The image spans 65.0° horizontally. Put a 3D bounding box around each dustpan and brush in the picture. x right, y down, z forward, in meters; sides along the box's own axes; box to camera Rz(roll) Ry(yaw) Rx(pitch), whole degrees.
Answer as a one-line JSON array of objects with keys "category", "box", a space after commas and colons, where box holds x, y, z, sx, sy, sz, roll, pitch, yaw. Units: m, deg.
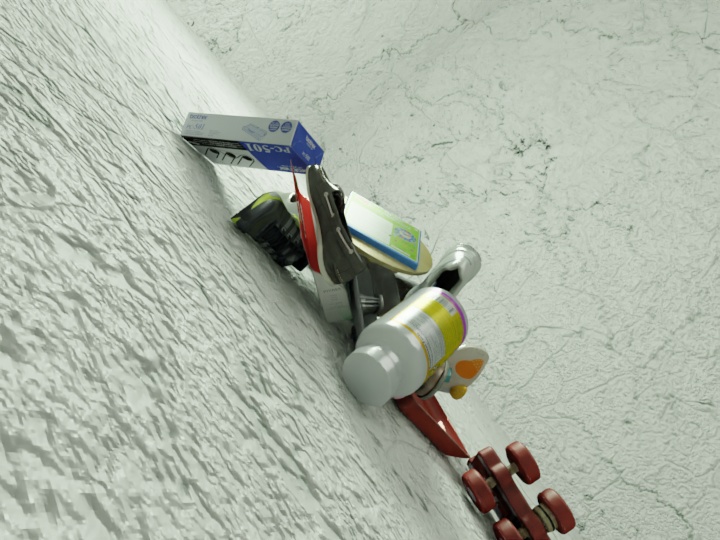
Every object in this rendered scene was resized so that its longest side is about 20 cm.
[{"category": "dustpan and brush", "box": [0.015, 0.059, 0.894, 0.200, 0.057, 0.141, 122, -40, -78]}]

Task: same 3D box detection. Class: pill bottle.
[{"category": "pill bottle", "box": [0.062, 0.102, 0.765, 0.105, 0.104, 0.200, 52, 40, 7]}]

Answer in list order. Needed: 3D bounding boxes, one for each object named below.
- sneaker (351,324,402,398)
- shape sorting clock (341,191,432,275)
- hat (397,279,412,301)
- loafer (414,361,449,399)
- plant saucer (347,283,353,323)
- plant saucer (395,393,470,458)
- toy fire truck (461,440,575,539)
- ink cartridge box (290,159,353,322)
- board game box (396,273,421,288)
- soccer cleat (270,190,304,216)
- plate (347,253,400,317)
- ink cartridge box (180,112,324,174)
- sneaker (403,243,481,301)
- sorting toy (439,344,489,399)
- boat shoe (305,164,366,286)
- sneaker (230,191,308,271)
[{"category": "sneaker", "box": [0.030, 0.141, 0.926, 0.200, 0.069, 0.083, -127, -154, -73]}, {"category": "shape sorting clock", "box": [0.027, -0.057, 0.897, 0.199, 0.039, 0.201, 24, 30, -15]}, {"category": "hat", "box": [0.055, 0.073, 1.338, 0.199, 0.082, 0.201, 19, -12, 4]}, {"category": "loafer", "box": [0.093, 0.157, 0.914, 0.063, 0.072, 0.200, 35, -2, 2]}, {"category": "plant saucer", "box": [-0.035, 0.034, 1.136, 0.200, 0.036, 0.200, 52, 5, -7]}, {"category": "plant saucer", "box": [0.097, 0.223, 0.997, 0.200, 0.037, 0.200, 49, 6, -33]}, {"category": "toy fire truck", "box": [0.247, 0.384, 0.920, 0.201, 0.111, 0.168, 57, -12, 26]}, {"category": "ink cartridge box", "box": [-0.057, -0.043, 0.841, 0.201, 0.050, 0.162, 82, -4, -50]}, {"category": "board game box", "box": [0.074, 0.023, 1.343, 0.199, 0.026, 0.200, 23, -13, -17]}, {"category": "soccer cleat", "box": [-0.133, -0.115, 1.047, 0.069, 0.077, 0.200, 50, 5, -21]}, {"category": "plate", "box": [0.000, 0.000, 1.004, 0.200, 0.032, 0.200, 46, -17, 33]}, {"category": "ink cartridge box", "box": [-0.164, -0.193, 0.858, 0.198, 0.045, 0.094, 10, -13, 23]}, {"category": "sneaker", "box": [0.108, 0.045, 0.888, 0.074, 0.201, 0.087, 36, 27, 11]}, {"category": "sorting toy", "box": [0.121, 0.174, 1.150, 0.179, 0.108, 0.199, 33, -21, -30]}, {"category": "boat shoe", "box": [-0.033, -0.071, 0.781, 0.067, 0.057, 0.201, 51, 24, -56]}, {"category": "sneaker", "box": [-0.117, -0.052, 0.816, 0.081, 0.074, 0.200, 56, 8, 15]}]
